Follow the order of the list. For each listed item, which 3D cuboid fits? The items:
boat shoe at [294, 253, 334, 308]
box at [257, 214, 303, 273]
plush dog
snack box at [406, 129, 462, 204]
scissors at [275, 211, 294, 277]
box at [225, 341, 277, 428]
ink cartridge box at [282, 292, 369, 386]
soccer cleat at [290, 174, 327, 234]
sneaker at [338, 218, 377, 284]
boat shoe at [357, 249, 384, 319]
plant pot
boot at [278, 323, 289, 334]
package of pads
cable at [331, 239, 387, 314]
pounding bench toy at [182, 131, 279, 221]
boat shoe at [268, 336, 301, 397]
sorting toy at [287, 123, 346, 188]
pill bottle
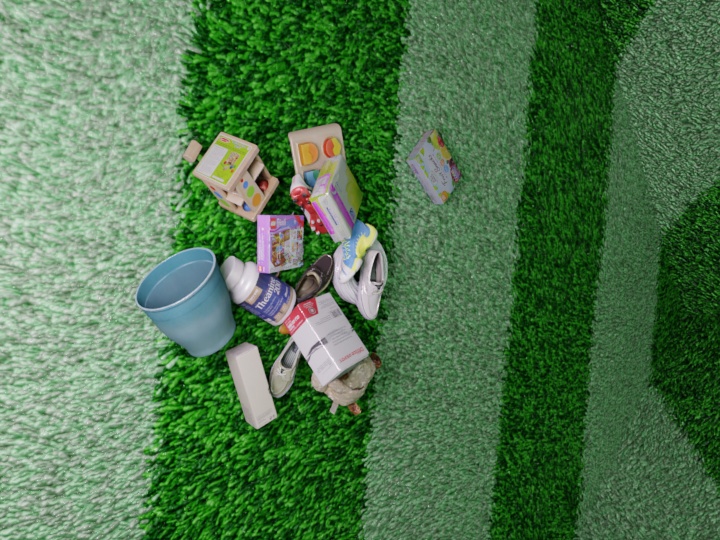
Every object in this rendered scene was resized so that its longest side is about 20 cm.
[{"bbox_3d":[-0.128,0.027,1.471,0.071,0.065,0.203,27,57,3],"label":"boat shoe"},{"bbox_3d":[-0.206,-0.074,1.378,0.199,0.038,0.143,-15,108,-70],"label":"box"},{"bbox_3d":[-0.023,0.307,1.504,0.195,0.174,0.163,-13,58,-35],"label":"plush dog"},{"bbox_3d":[0.252,-0.348,1.784,0.201,0.052,0.144,49,65,-30],"label":"snack box"},{"bbox_3d":[-0.231,-0.075,1.439,0.072,0.014,0.208,20,81,-38],"label":"scissors"},{"bbox_3d":[-0.285,0.299,1.379,0.067,0.081,0.208,-22,107,-34],"label":"box"},{"bbox_3d":[-0.088,0.177,1.373,0.203,0.084,0.143,54,33,13],"label":"ink cartridge box"},{"bbox_3d":[-0.134,-0.180,1.453,0.201,0.067,0.088,51,23,-50],"label":"soccer cleat"},{"bbox_3d":[-0.033,-0.062,1.495,0.104,0.076,0.203,37,59,-9],"label":"sneaker"},{"bbox_3d":[0.039,0.042,1.542,0.070,0.065,0.209,4,89,-37],"label":"boat shoe"},{"bbox_3d":[-0.385,0.087,1.224,0.200,0.196,0.192,-43,131,-27],"label":"plant pot"},{"bbox_3d":[-0.118,0.177,1.469,0.197,0.071,0.146,-19,64,-41],"label":"boot"},{"bbox_3d":[-0.065,-0.203,1.449,0.157,0.066,0.204,59,30,-33],"label":"package of pads"},{"bbox_3d":[0.000,0.000,1.595,0.202,0.068,0.202,-51,120,-24],"label":"cable"},{"bbox_3d":[-0.324,-0.235,1.296,0.127,0.195,0.157,-58,154,-16],"label":"pounding bench toy"},{"bbox_3d":[-0.202,0.254,1.413,0.206,0.070,0.062,-66,172,13],"label":"boat shoe"},{"bbox_3d":[-0.109,-0.306,1.508,0.181,0.036,0.208,-22,106,-35],"label":"sorting toy"},{"bbox_3d":[-0.269,0.049,1.356,0.198,0.109,0.114,36,72,-34],"label":"pill bottle"}]
